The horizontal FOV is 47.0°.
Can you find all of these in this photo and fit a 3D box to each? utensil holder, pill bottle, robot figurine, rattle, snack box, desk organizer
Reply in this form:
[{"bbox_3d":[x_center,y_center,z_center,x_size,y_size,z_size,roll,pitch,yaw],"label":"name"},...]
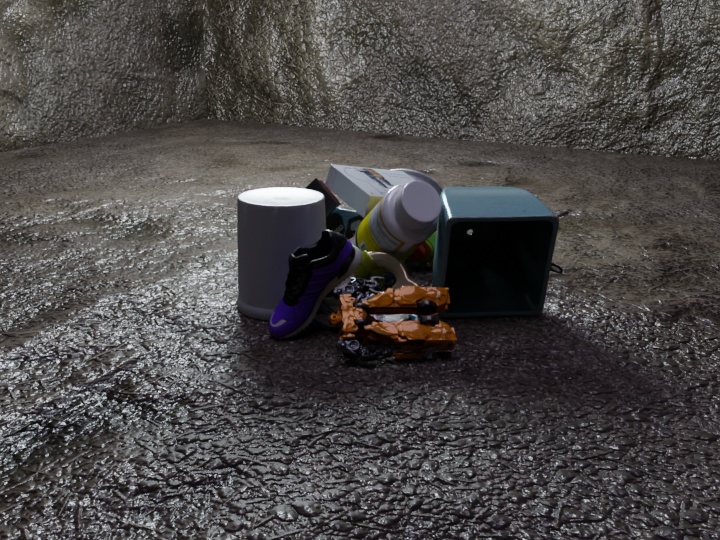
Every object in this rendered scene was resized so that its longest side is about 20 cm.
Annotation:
[{"bbox_3d":[-0.139,-0.034,1.476,0.166,0.204,0.170,1,16,0],"label":"utensil holder"},{"bbox_3d":[0.069,-0.083,1.486,0.107,0.111,0.200,-7,-17,-24],"label":"pill bottle"},{"bbox_3d":[0.046,0.080,1.291,0.196,0.059,0.147,-1,56,-6],"label":"robot figurine"},{"bbox_3d":[0.062,0.061,1.471,0.197,0.144,0.131,24,56,19],"label":"rattle"},{"bbox_3d":[0.005,-0.060,1.706,0.197,0.119,0.037,12,6,35],"label":"snack box"},{"bbox_3d":[-0.135,-0.095,1.691,0.199,0.072,0.077,-42,1,8],"label":"desk organizer"}]

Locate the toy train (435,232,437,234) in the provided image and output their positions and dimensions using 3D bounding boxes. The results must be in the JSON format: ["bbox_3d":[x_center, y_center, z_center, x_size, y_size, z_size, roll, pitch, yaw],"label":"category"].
[{"bbox_3d":[0.118,-0.076,1.777,0.197,0.057,0.042,23,-6,-5],"label":"toy train"}]

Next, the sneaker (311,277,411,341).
[{"bbox_3d":[-0.005,0.060,1.373,0.197,0.087,0.077,10,19,26],"label":"sneaker"}]

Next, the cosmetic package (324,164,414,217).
[{"bbox_3d":[0.049,-0.156,1.671,0.197,0.052,0.151,0,32,-39],"label":"cosmetic package"}]

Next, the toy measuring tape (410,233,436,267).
[{"bbox_3d":[0.103,-0.084,1.712,0.073,0.200,0.074,-41,11,10],"label":"toy measuring tape"}]

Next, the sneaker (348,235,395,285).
[{"bbox_3d":[0.000,0.000,1.595,0.199,0.071,0.113,-37,76,-17],"label":"sneaker"}]

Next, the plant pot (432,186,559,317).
[{"bbox_3d":[0.222,-0.054,1.491,0.192,0.199,0.201,-1,31,-6],"label":"plant pot"}]

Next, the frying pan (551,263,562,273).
[{"bbox_3d":[0.324,-0.048,1.716,0.186,0.117,0.031,-2,-8,-12],"label":"frying pan"}]

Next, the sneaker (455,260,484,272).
[{"bbox_3d":[0.249,0.010,1.618,0.198,0.067,0.079,-23,-13,-28],"label":"sneaker"}]

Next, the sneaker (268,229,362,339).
[{"bbox_3d":[-0.094,0.013,1.343,0.069,0.201,0.099,38,-4,46],"label":"sneaker"}]

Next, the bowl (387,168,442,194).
[{"bbox_3d":[0.095,-0.121,1.854,0.197,0.203,0.091,4,47,10],"label":"bowl"}]

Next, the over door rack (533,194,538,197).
[{"bbox_3d":[0.327,-0.106,1.767,0.146,0.201,0.067,11,58,31],"label":"over door rack"}]
